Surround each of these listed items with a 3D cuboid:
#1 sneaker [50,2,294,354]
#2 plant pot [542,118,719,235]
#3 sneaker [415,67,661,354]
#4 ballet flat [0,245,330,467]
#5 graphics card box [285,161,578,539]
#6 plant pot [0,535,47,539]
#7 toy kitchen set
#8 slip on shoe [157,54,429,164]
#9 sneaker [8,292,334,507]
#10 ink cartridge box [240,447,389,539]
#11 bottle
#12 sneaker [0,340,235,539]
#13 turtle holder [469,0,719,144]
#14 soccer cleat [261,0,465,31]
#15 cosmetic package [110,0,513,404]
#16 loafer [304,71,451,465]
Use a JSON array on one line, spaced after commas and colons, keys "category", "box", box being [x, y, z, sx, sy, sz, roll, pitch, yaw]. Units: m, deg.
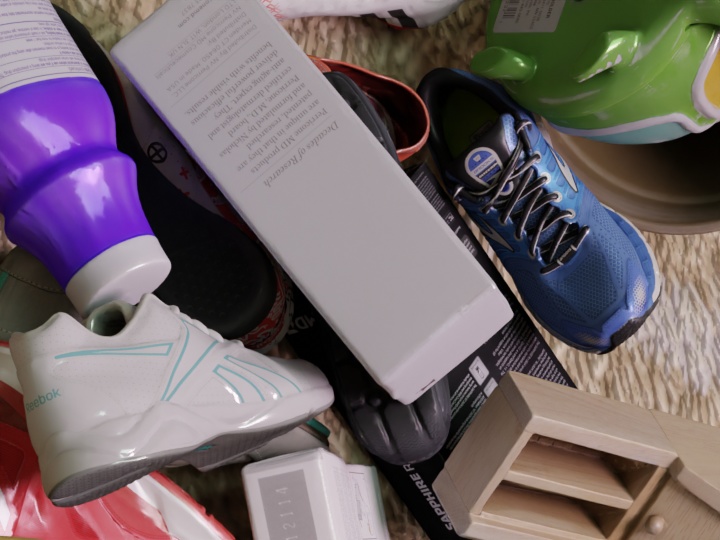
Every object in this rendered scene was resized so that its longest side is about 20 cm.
[{"category": "sneaker", "box": [-0.108, -0.038, 1.104, 0.202, 0.067, 0.108, 48, -2, 15]}, {"category": "plant pot", "box": [0.207, -0.144, 1.391, 0.201, 0.199, 0.174, 61, 27, -10]}, {"category": "sneaker", "box": [0.087, -0.035, 1.239, 0.089, 0.079, 0.200, 26, 23, -55]}, {"category": "ballet flat", "box": [-0.101, 0.058, 1.085, 0.200, 0.067, 0.064, 36, 80, -31]}, {"category": "graphics card box", "box": [0.046, 0.057, 1.234, 0.201, 0.051, 0.126, 55, 45, -18]}, {"category": "plant pot", "box": [-0.167, 0.220, 0.847, 0.193, 0.195, 0.202, 9, 96, -40]}, {"category": "toy kitchen set", "box": [0.138, 0.192, 1.148, 0.179, 0.164, 0.200, 16, 27, -32]}, {"category": "slip on shoe", "box": [-0.042, -0.089, 1.187, 0.199, 0.061, 0.075, 10, 70, -43]}, {"category": "sneaker", "box": [-0.078, 0.047, 0.991, 0.200, 0.070, 0.081, -4, 66, -62]}, {"category": "ink cartridge box", "box": [-0.005, 0.193, 1.113, 0.176, 0.044, 0.202, 44, 34, -79]}, {"category": "bottle", "box": [-0.155, -0.072, 1.019, 0.083, 0.065, 0.201, -14, 67, -53]}, {"category": "sneaker", "box": [-0.133, 0.135, 1.024, 0.200, 0.078, 0.116, 48, 66, -26]}, {"category": "turtle holder", "box": [0.163, -0.141, 1.228, 0.131, 0.185, 0.142, 28, 46, -39]}, {"category": "soccer cleat", "box": [-0.008, -0.169, 1.232, 0.199, 0.085, 0.069, 3, 74, -46]}, {"category": "cosmetic package", "box": [-0.021, -0.039, 1.050, 0.200, 0.071, 0.101, 51, 1, 11]}, {"category": "loafer", "box": [0.000, 0.000, 1.133, 0.070, 0.068, 0.202, 61, 14, -75]}]
